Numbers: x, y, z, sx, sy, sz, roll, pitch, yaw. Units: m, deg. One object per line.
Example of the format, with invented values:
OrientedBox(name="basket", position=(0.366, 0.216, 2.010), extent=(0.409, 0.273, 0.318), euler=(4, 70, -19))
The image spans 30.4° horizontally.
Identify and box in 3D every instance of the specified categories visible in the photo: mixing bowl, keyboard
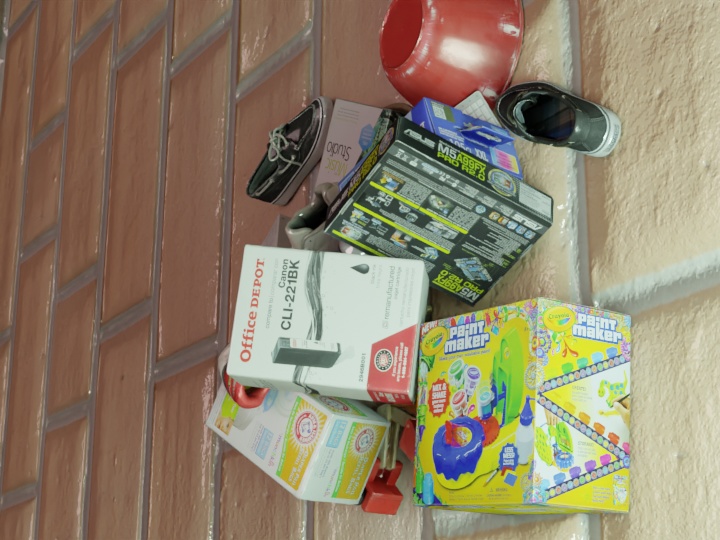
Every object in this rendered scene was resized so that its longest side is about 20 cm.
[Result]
OrientedBox(name="mixing bowl", position=(0.092, -0.275, 1.582), extent=(0.200, 0.108, 0.202), euler=(-26, 59, 53))
OrientedBox(name="keyboard", position=(0.086, -0.141, 1.581), extent=(0.200, 0.011, 0.057), euler=(-33, 82, 40))

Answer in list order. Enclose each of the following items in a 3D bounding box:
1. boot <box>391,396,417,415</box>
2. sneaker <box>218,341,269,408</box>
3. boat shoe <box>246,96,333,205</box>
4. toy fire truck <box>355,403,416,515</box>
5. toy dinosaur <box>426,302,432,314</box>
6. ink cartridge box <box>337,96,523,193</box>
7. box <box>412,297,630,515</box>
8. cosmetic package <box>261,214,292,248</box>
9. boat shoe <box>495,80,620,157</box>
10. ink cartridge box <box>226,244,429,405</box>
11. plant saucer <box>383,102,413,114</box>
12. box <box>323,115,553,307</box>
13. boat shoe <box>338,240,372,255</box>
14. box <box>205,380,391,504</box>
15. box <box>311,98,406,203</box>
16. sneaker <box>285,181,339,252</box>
OrientedBox(name="boot", position=(0.017, 0.110, 1.566), extent=(0.074, 0.154, 0.200), euler=(-57, 11, 9))
OrientedBox(name="sneaker", position=(-0.079, 0.082, 1.516), extent=(0.200, 0.077, 0.085), euler=(-48, 42, 17))
OrientedBox(name="boat shoe", position=(-0.106, -0.176, 1.928), extent=(0.200, 0.068, 0.074), euler=(-50, 41, 40))
OrientedBox(name="toy fire truck", position=(0.028, 0.213, 1.599), extent=(0.200, 0.048, 0.142), euler=(48, 120, 56))
OrientedBox(name="toy dinosaur", position=(0.013, 0.092, 1.654), extent=(0.200, 0.058, 0.101), euler=(-57, 38, 34))
OrientedBox(name="ink cartridge box", position=(0.086, -0.111, 1.497), extent=(0.200, 0.136, 0.077), euler=(-43, 45, 36))
OrientedBox(name="box", position=(0.159, 0.142, 1.327), extent=(0.200, 0.121, 0.194), euler=(-18, 65, 57))
OrientedBox(name="cosmetic package", position=(-0.111, 0.025, 1.851), extent=(0.083, 0.050, 0.201), euler=(123, 157, -44))
OrientedBox(name="boat shoe", position=(0.193, -0.165, 1.416), extent=(0.200, 0.066, 0.070), euler=(38, 114, 57))
OrientedBox(name="ink cartridge box", position=(-0.034, 0.058, 1.424), extent=(0.084, 0.198, 0.145), euler=(61, -145, -75))
OrientedBox(name="plant saucer", position=(0.040, -0.114, 1.700), extent=(0.200, 0.029, 0.202), euler=(-26, 59, 55))
OrientedBox(name="box", position=(0.084, -0.060, 1.437), extent=(0.160, 0.199, 0.044), euler=(-50, 21, 41))
OrientedBox(name="boat shoe", position=(0.000, 0.000, 1.565), extent=(0.066, 0.072, 0.200), euler=(-53, -4, 3))
OrientedBox(name="box", position=(-0.076, 0.184, 1.588), extent=(0.200, 0.101, 0.113), euler=(30, 101, 44))
OrientedBox(name="box", position=(-0.009, -0.115, 1.718), extent=(0.144, 0.036, 0.201), euler=(22, 102, 58))
OrientedBox(name="sneaker", position=(-0.060, -0.028, 1.647), extent=(0.078, 0.099, 0.201), euler=(41, 115, 48))
